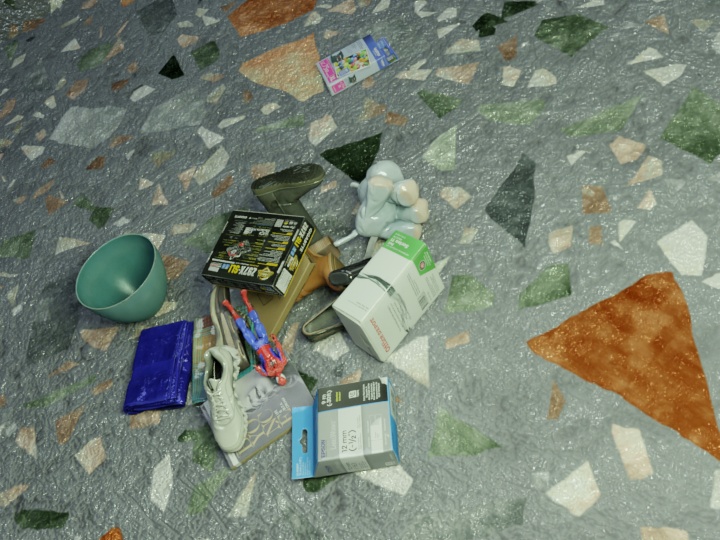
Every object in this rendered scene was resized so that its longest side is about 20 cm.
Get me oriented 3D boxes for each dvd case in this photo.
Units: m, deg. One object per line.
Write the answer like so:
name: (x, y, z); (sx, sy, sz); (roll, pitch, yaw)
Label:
dvd case: (-0.195, 0.263, 1.496); (0.199, 0.016, 0.149); (-34, 59, -3)

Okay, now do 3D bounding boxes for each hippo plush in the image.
hippo plush: (0.057, -0.139, 1.656); (0.201, 0.158, 0.161); (-58, 17, 30)

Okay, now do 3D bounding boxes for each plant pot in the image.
plant pot: (-0.512, 0.038, 1.747); (0.198, 0.135, 0.202); (-12, 51, 15)

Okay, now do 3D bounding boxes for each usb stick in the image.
usb stick: (0.000, 0.000, 1.533); (0.055, 0.200, 0.033); (-4, 97, 25)

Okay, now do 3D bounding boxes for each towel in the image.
towel: (-0.281, 0.172, 1.601); (0.145, 0.022, 0.202); (-15, 57, 12)
towel: (-0.421, 0.199, 1.640); (0.146, 0.050, 0.202); (-10, 51, 16)

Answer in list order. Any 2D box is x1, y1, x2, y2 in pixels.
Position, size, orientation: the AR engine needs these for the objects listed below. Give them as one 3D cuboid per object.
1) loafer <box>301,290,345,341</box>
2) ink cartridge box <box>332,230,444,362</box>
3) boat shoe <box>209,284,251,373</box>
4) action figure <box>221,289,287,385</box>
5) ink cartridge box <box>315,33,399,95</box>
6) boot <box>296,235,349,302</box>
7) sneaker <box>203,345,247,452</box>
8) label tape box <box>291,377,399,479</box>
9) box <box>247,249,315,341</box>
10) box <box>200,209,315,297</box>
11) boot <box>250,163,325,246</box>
loafer: (-0.029, 0.078, 1.538); (0.199, 0.063, 0.072); (-33, 80, 2)
ink cartridge box: (0.055, 0.050, 1.479); (0.083, 0.147, 0.200); (27, 67, 37)
boat shoe: (-0.256, 0.119, 1.577); (0.072, 0.075, 0.202); (-12, 65, 2)
action figure: (-0.197, 0.129, 1.488); (0.065, 0.099, 0.201); (-30, 79, -9)
ink cartridge box: (-0.010, -0.546, 2.039); (0.198, 0.042, 0.120); (-26, 49, 1)
boot: (-0.103, 0.021, 1.593); (0.155, 0.077, 0.200); (-39, 34, 8)
sneaker: (-0.260, 0.239, 1.457); (0.074, 0.081, 0.202); (-12, 78, 9)
label tape box: (-0.035, 0.280, 1.387); (0.198, 0.066, 0.144); (-10, 52, 9)
box: (-0.175, 0.018, 1.615); (0.201, 0.021, 0.164); (-60, 43, 22)
box: (-0.206, -0.038, 1.563); (0.198, 0.049, 0.161); (7, 65, 34)
boot: (-0.122, -0.122, 1.653); (0.180, 0.201, 0.073); (-8, 38, 26)
